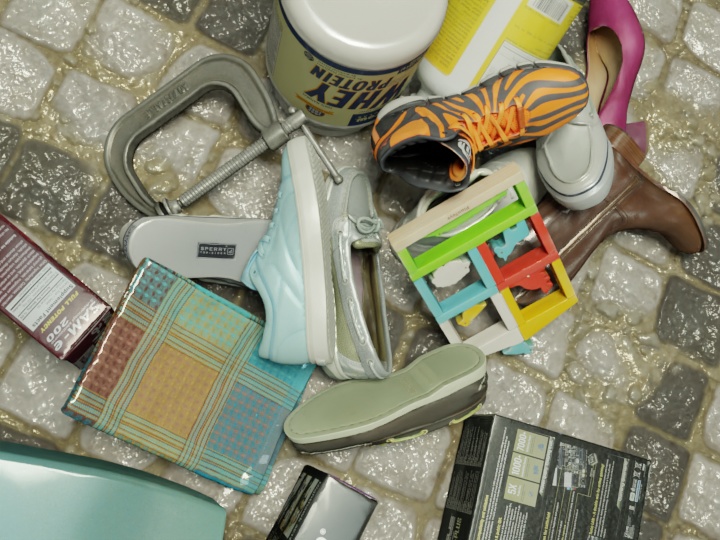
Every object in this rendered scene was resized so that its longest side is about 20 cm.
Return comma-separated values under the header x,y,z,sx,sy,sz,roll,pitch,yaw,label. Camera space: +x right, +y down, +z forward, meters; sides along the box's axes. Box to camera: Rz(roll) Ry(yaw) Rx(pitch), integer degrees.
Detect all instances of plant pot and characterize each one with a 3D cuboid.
x,y,z,sx,sy,sz,roll,pitch,yaw,label
-0.217,0.222,0.631,0.198,0.141,0.143,11,77,-17,plant pot

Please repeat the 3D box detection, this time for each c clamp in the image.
x,y,z,sx,sy,sz,roll,pitch,yaw,label
-0.141,-0.112,0.732,0.199,0.027,0.172,-28,83,6,c clamp

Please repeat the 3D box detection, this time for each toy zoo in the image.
x,y,z,sx,sy,sz,roll,pitch,yaw,label
0.125,0.010,0.734,0.130,0.021,0.201,-30,126,7,toy zoo

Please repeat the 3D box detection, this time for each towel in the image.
x,y,z,sx,sy,sz,roll,pitch,yaw,label
-0.137,0.098,0.683,0.199,0.022,0.148,34,72,-31,towel

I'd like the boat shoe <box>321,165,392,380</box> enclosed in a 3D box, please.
x,y,z,sx,sy,sz,roll,pitch,yaw,label
-0.001,0.001,0.735,0.064,0.074,0.204,-4,79,31,boat shoe

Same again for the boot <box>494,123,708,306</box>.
x,y,z,sx,sy,sz,roll,pitch,yaw,label
0.242,-0.018,0.806,0.186,0.064,0.200,43,85,-14,boot

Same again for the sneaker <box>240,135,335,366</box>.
x,y,z,sx,sy,sz,roll,pitch,yaw,label
-0.068,-0.016,0.681,0.081,0.074,0.202,-4,85,4,sneaker

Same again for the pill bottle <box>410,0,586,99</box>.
x,y,z,sx,sy,sz,roll,pitch,yaw,label
0.122,-0.215,0.753,0.111,0.112,0.201,31,115,-4,pill bottle

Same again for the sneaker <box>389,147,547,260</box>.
x,y,z,sx,sy,sz,roll,pitch,yaw,label
0.128,-0.075,0.766,0.199,0.116,0.074,-32,85,-17,sneaker

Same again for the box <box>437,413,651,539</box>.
x,y,z,sx,sy,sz,roll,pitch,yaw,label
0.162,0.253,0.724,0.162,0.086,0.202,16,76,-8,box

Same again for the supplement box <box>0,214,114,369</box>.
x,y,z,sx,sy,sz,roll,pitch,yaw,label
-0.303,-0.004,0.667,0.200,0.109,0.061,41,74,-2,supplement box

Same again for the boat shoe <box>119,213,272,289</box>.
x,y,z,sx,sy,sz,roll,pitch,yaw,label
-0.124,-0.017,0.727,0.198,0.066,0.073,1,102,-30,boat shoe

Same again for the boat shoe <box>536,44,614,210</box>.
x,y,z,sx,sy,sz,roll,pitch,yaw,label
0.196,-0.147,0.771,0.067,0.073,0.201,46,30,-38,boat shoe

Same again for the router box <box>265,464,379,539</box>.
x,y,z,sx,sy,sz,roll,pitch,yaw,label
-0.064,0.265,0.643,0.051,0.149,0.201,29,76,-4,router box

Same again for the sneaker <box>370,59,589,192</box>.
x,y,z,sx,sy,sz,roll,pitch,yaw,label
0.107,-0.117,0.679,0.198,0.112,0.078,-15,121,11,sneaker

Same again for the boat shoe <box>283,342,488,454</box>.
x,y,z,sx,sy,sz,roll,pitch,yaw,label
0.029,0.133,0.729,0.199,0.072,0.061,-18,121,-11,boat shoe

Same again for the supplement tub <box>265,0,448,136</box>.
x,y,z,sx,sy,sz,roll,pitch,yaw,label
-0.013,-0.217,0.720,0.143,0.200,0.147,2,78,-11,supplement tub

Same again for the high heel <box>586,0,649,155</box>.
x,y,z,sx,sy,sz,roll,pitch,yaw,label
0.255,-0.213,0.840,0.095,0.067,0.202,-8,84,-24,high heel
